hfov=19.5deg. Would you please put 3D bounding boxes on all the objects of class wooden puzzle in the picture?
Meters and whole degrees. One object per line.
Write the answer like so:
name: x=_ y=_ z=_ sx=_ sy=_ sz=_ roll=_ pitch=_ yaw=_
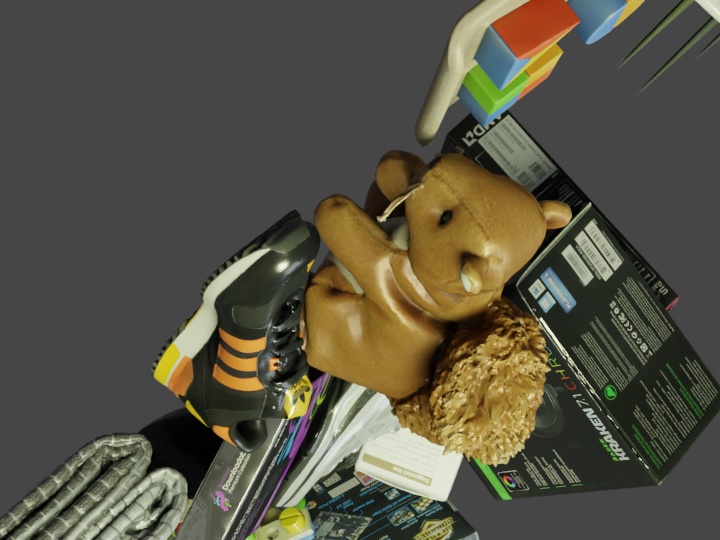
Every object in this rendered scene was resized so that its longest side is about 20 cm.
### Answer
wooden puzzle: x=0.119 y=-0.154 z=1.219 sx=0.200 sy=0.046 sz=0.185 roll=-42 pitch=174 yaw=-11

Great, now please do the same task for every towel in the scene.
towel: x=-0.212 y=0.201 z=1.386 sx=0.200 sy=0.086 sz=0.166 roll=-42 pitch=176 yaw=-24

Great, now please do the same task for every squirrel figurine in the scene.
squirrel figurine: x=0.060 y=0.017 z=1.288 sx=0.141 sy=0.200 sz=0.187 roll=-30 pitch=180 yaw=-37

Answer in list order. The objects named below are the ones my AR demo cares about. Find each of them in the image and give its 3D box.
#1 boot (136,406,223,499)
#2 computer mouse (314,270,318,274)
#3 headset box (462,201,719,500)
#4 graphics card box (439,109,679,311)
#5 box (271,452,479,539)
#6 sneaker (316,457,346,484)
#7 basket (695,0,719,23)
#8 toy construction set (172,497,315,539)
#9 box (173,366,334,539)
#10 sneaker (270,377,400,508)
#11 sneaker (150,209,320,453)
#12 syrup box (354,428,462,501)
boot: x=-0.088 y=0.103 z=1.595 sx=0.200 sy=0.068 sz=0.188 roll=-42 pitch=172 yaw=-35
computer mouse: x=0.000 y=0.000 z=1.551 sx=0.200 sy=0.044 sz=0.110 roll=-39 pitch=172 yaw=-36
headset box: x=0.121 y=0.062 z=1.455 sx=0.093 sy=0.174 sz=0.200 roll=-44 pitch=-164 yaw=-30
graphics card box: x=0.139 y=-0.027 z=1.520 sx=0.051 sy=0.200 sz=0.125 roll=-42 pitch=173 yaw=-8
box: x=-0.025 y=0.226 z=1.714 sx=0.200 sy=0.159 sz=0.046 roll=-28 pitch=134 yaw=-18
sneaker: x=-0.019 y=0.082 z=1.669 sx=0.080 sy=0.074 sz=0.200 roll=-69 pitch=179 yaw=-77
basket: x=0.294 y=-0.239 z=1.319 sx=0.200 sy=0.136 sz=0.123 roll=-47 pitch=-176 yaw=18
toy construction set: x=-0.127 y=0.203 z=1.668 sx=0.199 sy=0.131 sz=0.092 roll=-7 pitch=146 yaw=5
box: x=-0.072 y=0.129 z=1.453 sx=0.143 sy=0.036 sz=0.200 roll=-63 pitch=173 yaw=7
sneaker: x=0.015 y=0.117 z=1.581 sx=0.201 sy=0.115 sz=0.076 roll=-55 pitch=-155 yaw=25
sneaker: x=-0.053 y=0.041 z=1.237 sx=0.070 sy=0.090 sz=0.200 roll=-39 pitch=174 yaw=-35
syrup box: x=0.065 y=0.073 z=1.652 sx=0.079 sy=0.081 sz=0.200 roll=-47 pitch=156 yaw=-85
